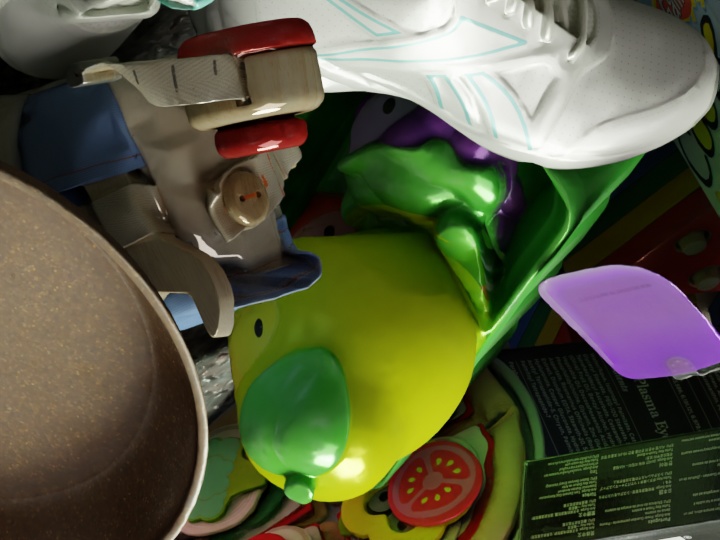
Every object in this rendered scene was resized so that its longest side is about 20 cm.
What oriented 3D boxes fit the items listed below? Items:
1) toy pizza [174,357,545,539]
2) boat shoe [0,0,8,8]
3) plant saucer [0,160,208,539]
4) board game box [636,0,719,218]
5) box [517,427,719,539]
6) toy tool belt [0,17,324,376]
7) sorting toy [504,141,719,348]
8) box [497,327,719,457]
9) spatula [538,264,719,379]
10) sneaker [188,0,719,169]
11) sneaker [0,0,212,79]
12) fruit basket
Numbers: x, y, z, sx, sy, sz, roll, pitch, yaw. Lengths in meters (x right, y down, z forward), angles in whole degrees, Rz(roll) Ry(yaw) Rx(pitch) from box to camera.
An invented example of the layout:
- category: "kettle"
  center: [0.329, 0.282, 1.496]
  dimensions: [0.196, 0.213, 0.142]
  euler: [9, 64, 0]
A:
- category: "toy pizza"
  center: [-0.016, 0.100, 1.221]
  dimensions: [0.200, 0.200, 0.032]
  euler: [-31, 129, 5]
- category: "boat shoe"
  center: [-0.161, -0.092, 0.913]
  dimensions: [0.071, 0.070, 0.201]
  euler: [20, 136, -27]
- category: "plant saucer"
  center: [-0.142, 0.028, 0.945]
  dimensions: [0.200, 0.037, 0.201]
  euler: [9, 129, 11]
- category: "board game box"
  center: [0.203, -0.054, 1.172]
  dimensions: [0.103, 0.200, 0.105]
  euler: [-21, 154, -14]
- category: "box"
  center: [0.199, 0.110, 1.165]
  dimensions: [0.200, 0.048, 0.193]
  euler: [-13, 154, 38]
- category: "toy tool belt"
  center: [-0.068, -0.011, 0.996]
  dimensions: [0.125, 0.123, 0.200]
  euler: [-12, -179, -35]
- category: "sorting toy"
  center: [0.166, -0.011, 1.331]
  dimensions: [0.199, 0.070, 0.199]
  euler: [-6, 148, -20]
- category: "box"
  center: [0.119, 0.131, 1.339]
  dimensions: [0.181, 0.104, 0.200]
  euler: [-6, 140, -22]
- category: "spatula"
  center: [0.149, 0.044, 1.107]
  dimensions: [0.056, 0.021, 0.200]
  euler: [-14, 149, 41]
- category: "sneaker"
  center: [0.042, -0.092, 1.022]
  dimensions: [0.200, 0.071, 0.080]
  euler: [11, 146, -16]
- category: "sneaker"
  center: [-0.072, -0.111, 0.926]
  dimensions: [0.075, 0.089, 0.200]
  euler: [-13, 153, -31]
- category: "fruit basket"
  center: [0.000, 0.000, 1.120]
  dimensions: [0.215, 0.156, 0.216]
  euler: [-37, 164, -13]
